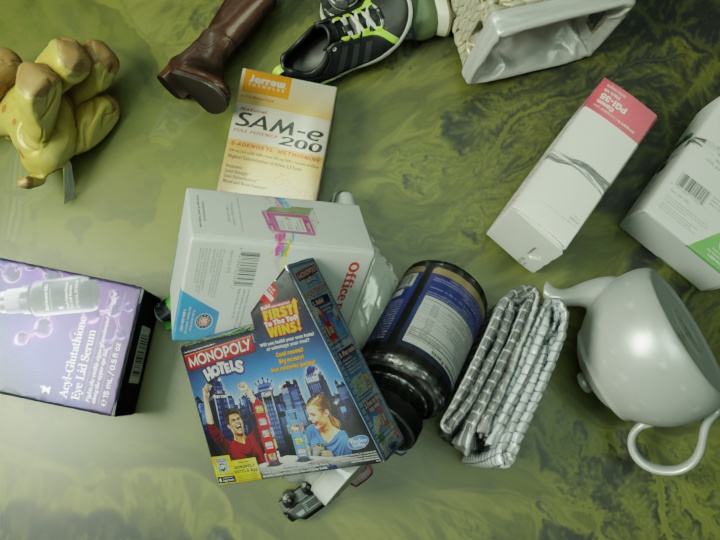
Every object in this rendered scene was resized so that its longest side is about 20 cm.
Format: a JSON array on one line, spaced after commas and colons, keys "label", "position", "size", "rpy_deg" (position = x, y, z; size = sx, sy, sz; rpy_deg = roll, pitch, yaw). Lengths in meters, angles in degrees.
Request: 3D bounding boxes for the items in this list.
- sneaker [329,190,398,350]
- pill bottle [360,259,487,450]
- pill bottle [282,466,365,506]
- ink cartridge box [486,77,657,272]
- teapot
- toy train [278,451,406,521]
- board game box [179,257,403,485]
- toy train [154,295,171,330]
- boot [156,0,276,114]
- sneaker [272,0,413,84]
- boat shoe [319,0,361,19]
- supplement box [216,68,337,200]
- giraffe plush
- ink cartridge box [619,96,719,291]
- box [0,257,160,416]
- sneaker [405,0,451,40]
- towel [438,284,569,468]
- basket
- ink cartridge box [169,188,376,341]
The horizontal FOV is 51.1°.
[{"label": "sneaker", "position": [0.000, 0.000, 0.940], "size": [0.085, 0.074, 0.204], "rpy_deg": [-10, 88, -17]}, {"label": "pill bottle", "position": [0.061, 0.094, 0.849], "size": [0.111, 0.112, 0.201], "rpy_deg": [31, 55, 2]}, {"label": "pill bottle", "position": [-0.079, 0.165, 0.863], "size": [0.200, 0.112, 0.112], "rpy_deg": [43, 81, 14]}, {"label": "ink cartridge box", "position": [0.254, -0.111, 0.927], "size": [0.082, 0.147, 0.201], "rpy_deg": [37, 80, 4]}, {"label": "teapot", "position": [0.328, 0.109, 0.898], "size": [0.145, 0.202, 0.197], "rpy_deg": [-35, 124, 27]}, {"label": "toy train", "position": [-0.008, 0.238, 0.910], "size": [0.198, 0.034, 0.046], "rpy_deg": [-34, 88, -8]}, {"label": "board game box", "position": [-0.077, 0.100, 0.762], "size": [0.197, 0.061, 0.204], "rpy_deg": [-14, 92, 24]}, {"label": "toy train", "position": [-0.166, 0.010, 0.890], "size": [0.199, 0.056, 0.042], "rpy_deg": [-36, 52, 16]}, {"label": "boot", "position": [-0.152, -0.293, 0.930], "size": [0.201, 0.185, 0.064], "rpy_deg": [-49, 130, -10]}, {"label": "sneaker", "position": [-0.020, -0.288, 0.949], "size": [0.198, 0.083, 0.072], "rpy_deg": [-32, 85, 9]}, {"label": "boat shoe", "position": [-0.016, -0.429, 1.004], "size": [0.070, 0.068, 0.204], "rpy_deg": [6, 79, -1]}, {"label": "supplement box", "position": [-0.106, -0.136, 0.944], "size": [0.123, 0.074, 0.204], "rpy_deg": [10, 80, -3]}, {"label": "giraffe plush", "position": [-0.407, -0.204, 0.915], "size": [0.160, 0.172, 0.203], "rpy_deg": [28, 114, 11]}, {"label": "ink cartridge box", "position": [0.457, -0.100, 0.969], "size": [0.145, 0.084, 0.201], "rpy_deg": [38, 80, 3]}, {"label": "box", "position": [-0.352, 0.078, 0.878], "size": [0.196, 0.104, 0.151], "rpy_deg": [11, 81, -2]}, {"label": "sneaker", "position": [0.052, -0.401, 1.000], "size": [0.088, 0.067, 0.204], "rpy_deg": [-15, 85, -11]}, {"label": "towel", "position": [0.155, 0.123, 0.874], "size": [0.084, 0.166, 0.203], "rpy_deg": [26, 78, 4]}, {"label": "basket", "position": [0.219, -0.339, 0.960], "size": [0.196, 0.136, 0.126], "rpy_deg": [-17, 79, -14]}, {"label": "ink cartridge box", "position": [-0.098, 0.001, 0.818], "size": [0.196, 0.146, 0.085], "rpy_deg": [5, 40, -21]}]
